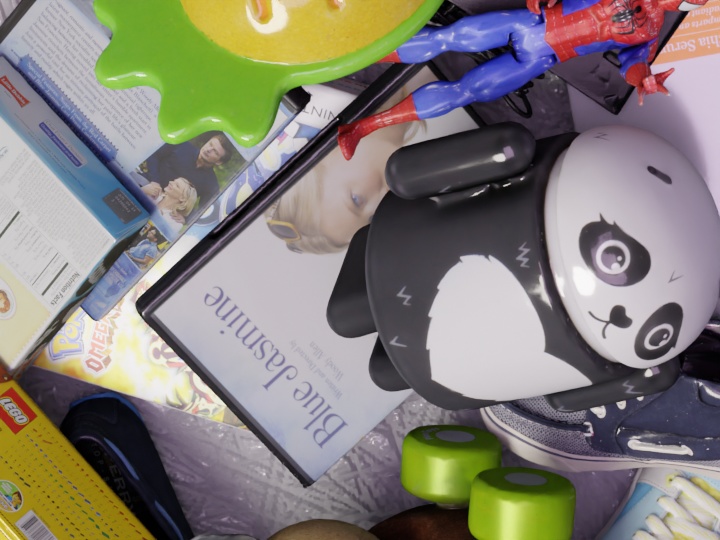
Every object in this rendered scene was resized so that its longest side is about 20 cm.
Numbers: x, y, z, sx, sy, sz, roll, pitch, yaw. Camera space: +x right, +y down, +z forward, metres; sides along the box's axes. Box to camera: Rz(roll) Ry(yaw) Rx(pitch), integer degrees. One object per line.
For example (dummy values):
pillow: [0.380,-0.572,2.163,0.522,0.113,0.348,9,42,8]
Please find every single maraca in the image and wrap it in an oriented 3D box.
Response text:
maraca: [-0.037,-0.141,1.353,0.200,0.107,0.137,-43,64,-15]

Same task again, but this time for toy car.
toy car: [-0.004,0.180,1.468,0.199,0.158,0.165,-2,104,-26]

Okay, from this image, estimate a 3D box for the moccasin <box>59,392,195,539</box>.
moccasin: [-0.125,0.169,1.572,0.080,0.068,0.201,-25,101,11]

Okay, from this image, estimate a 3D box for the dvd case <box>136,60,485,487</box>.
dvd case: [0.000,0.000,1.490,0.200,0.018,0.143,-42,115,2]

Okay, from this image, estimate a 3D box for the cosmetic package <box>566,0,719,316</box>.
cosmetic package: [0.162,-0.078,1.487,0.101,0.071,0.201,-10,102,8]

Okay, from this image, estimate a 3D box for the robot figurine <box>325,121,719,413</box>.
robot figurine: [0.082,0.002,1.395,0.199,0.150,0.126,-14,77,33]

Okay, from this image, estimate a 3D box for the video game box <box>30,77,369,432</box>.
video game box: [-0.074,-0.021,1.536,0.181,0.047,0.201,17,104,4]

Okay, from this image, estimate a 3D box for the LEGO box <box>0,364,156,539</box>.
LEGO box: [-0.190,0.166,1.513,0.200,0.077,0.149,49,131,0]

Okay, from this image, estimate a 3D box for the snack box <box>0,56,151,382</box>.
snack box: [-0.205,-0.006,1.505,0.116,0.037,0.200,47,129,4]

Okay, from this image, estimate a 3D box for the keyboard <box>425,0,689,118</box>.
keyboard: [0.062,-0.157,1.433,0.200,0.040,0.104,35,105,-4]

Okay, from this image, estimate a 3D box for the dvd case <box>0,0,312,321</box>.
dvd case: [-0.131,-0.080,1.459,0.143,0.018,0.200,46,128,0]

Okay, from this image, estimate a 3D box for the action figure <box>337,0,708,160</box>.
action figure: [0.077,-0.104,1.379,0.199,0.099,0.066,-19,103,6]

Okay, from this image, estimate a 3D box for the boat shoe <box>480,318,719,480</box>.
boat shoe: [0.149,0.058,1.483,0.199,0.075,0.093,6,144,23]

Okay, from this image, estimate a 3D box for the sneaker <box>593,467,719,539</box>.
sneaker: [0.166,0.155,1.510,0.079,0.131,0.201,32,102,-2]
